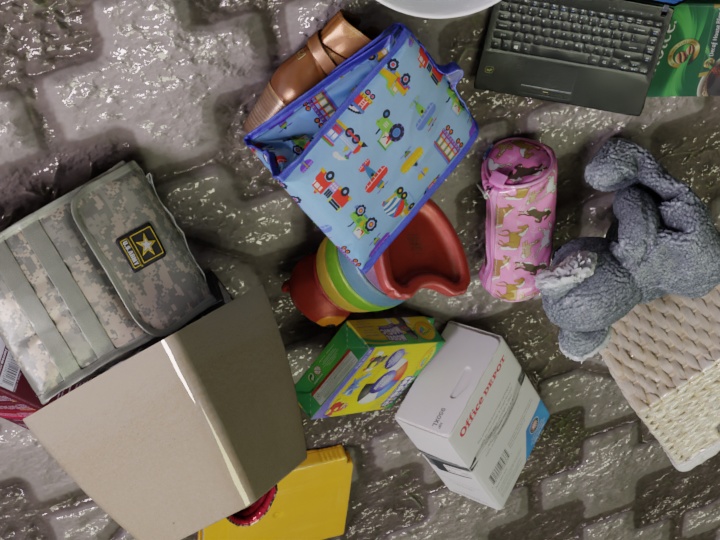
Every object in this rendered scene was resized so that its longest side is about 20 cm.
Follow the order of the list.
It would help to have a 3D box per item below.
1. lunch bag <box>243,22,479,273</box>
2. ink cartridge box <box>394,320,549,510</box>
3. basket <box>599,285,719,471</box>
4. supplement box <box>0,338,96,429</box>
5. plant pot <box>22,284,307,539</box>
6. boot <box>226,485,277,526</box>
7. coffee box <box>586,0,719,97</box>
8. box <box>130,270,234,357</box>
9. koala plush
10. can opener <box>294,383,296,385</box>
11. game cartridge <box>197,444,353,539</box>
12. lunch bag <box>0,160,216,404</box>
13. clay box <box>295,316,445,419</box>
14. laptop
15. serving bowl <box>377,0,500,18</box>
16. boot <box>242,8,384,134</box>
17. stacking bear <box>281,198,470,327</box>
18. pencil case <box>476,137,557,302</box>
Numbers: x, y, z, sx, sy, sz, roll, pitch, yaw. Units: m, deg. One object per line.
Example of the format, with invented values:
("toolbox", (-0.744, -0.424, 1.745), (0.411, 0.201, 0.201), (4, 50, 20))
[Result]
("lunch bag", (0.019, -0.125, 1.439), (0.200, 0.094, 0.151), (-42, 129, 1))
("ink cartridge box", (0.139, 0.177, 1.865), (0.145, 0.084, 0.200), (-59, 144, -20))
("basket", (0.403, 0.098, 1.871), (0.198, 0.201, 0.161), (-36, 137, 13))
("supplement box", (-0.343, 0.125, 1.603), (0.108, 0.061, 0.200), (-3, 155, 38))
("plant pot", (-0.168, 0.154, 1.502), (0.199, 0.178, 0.200), (-29, -178, 26))
("boot", (-0.136, 0.164, 1.637), (0.073, 0.151, 0.201), (-8, 138, -18))
("coffee box", (0.313, -0.236, 1.584), (0.199, 0.044, 0.123), (-2, 135, -24))
("box", (-0.185, 0.104, 1.704), (0.158, 0.048, 0.200), (-28, 139, 4))
("koala plush", (0.279, -0.004, 1.676), (0.200, 0.184, 0.178), (-37, 140, -13))
("can opener", (-0.113, 0.185, 1.787), (0.066, 0.054, 0.200), (12, 152, -12))
("game cartridge", (-0.111, 0.302, 1.973), (0.199, 0.033, 0.177), (-12, 138, -18))
("lunch bag", (-0.256, 0.007, 1.467), (0.199, 0.165, 0.118), (-31, -175, -6))
("clay box", (0.018, 0.109, 1.755), (0.115, 0.048, 0.200), (-51, 155, 22))
("laptop", (0.212, -0.220, 1.463), (0.176, 0.104, 0.201), (10, 128, -3))
("serving bowl", (0.069, -0.324, 1.328), (0.199, 0.066, 0.201), (1, 121, 1))
("boot", (-0.001, -0.162, 1.501), (0.199, 0.077, 0.155), (27, 115, -34))
("stacking bear", (0.000, 0.000, 1.611), (0.121, 0.114, 0.200), (-2, 165, -41))
("pencil case", (0.171, -0.052, 1.685), (0.086, 0.083, 0.201), (2, 140, 7))
